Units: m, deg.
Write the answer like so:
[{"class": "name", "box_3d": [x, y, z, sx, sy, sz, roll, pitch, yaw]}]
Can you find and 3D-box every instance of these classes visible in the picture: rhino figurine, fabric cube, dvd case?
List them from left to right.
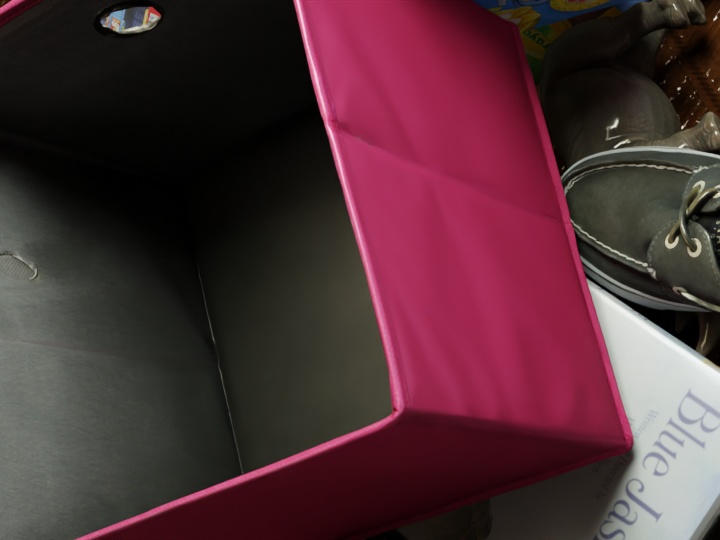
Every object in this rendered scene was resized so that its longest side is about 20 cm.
[{"class": "fabric cube", "box_3d": [-0.037, 0.000, 0.622, 0.195, 0.199, 0.202, -23, 72, 28]}, {"class": "dvd case", "box_3d": [0.065, 0.068, 0.682, 0.199, 0.017, 0.144, 36, 96, 33]}, {"class": "rhino figurine", "box_3d": [0.131, -0.042, 0.722, 0.087, 0.060, 0.202, -27, 52, 27]}]

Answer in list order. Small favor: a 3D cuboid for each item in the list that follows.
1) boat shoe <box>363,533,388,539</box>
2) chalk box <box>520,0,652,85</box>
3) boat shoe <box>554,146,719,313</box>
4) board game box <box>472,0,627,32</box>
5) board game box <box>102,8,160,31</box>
[{"class": "boat shoe", "box_3d": [-0.020, 0.138, 0.749, 0.201, 0.072, 0.076, -52, 36, 6]}, {"class": "chalk box", "box_3d": [0.090, -0.191, 0.814, 0.199, 0.125, 0.125, -36, 26, 26]}, {"class": "boat shoe", "box_3d": [0.155, -0.011, 0.626, 0.198, 0.056, 0.069, 20, 85, 36]}, {"class": "board game box", "box_3d": [0.015, -0.145, 0.660, 0.193, 0.200, 0.057, -15, 76, 9]}, {"class": "board game box", "box_3d": [-0.118, -0.078, 0.891, 0.199, 0.061, 0.202, 32, 113, 44]}]
